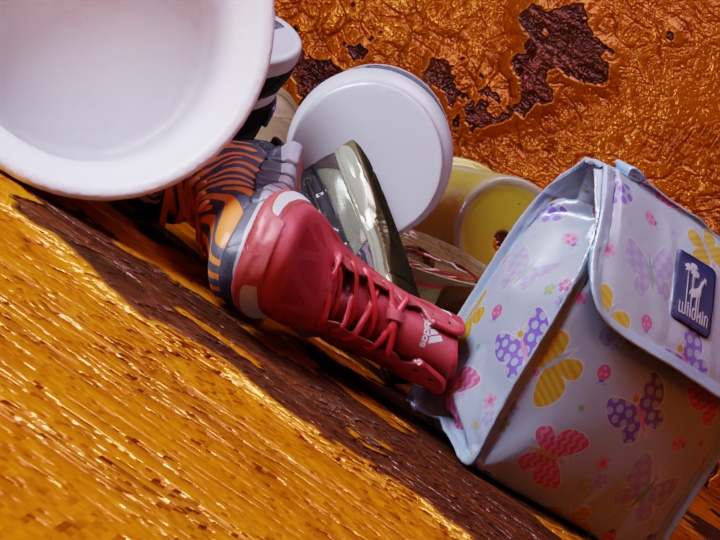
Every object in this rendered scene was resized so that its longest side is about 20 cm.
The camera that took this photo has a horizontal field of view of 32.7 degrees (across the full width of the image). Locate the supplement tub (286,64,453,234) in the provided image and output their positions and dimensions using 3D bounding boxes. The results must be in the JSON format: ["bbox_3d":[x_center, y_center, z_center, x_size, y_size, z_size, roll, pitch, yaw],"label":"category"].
[{"bbox_3d":[0.010,-0.104,1.055,0.139,0.141,0.200,32,11,-3],"label":"supplement tub"}]

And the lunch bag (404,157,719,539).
[{"bbox_3d":[0.155,0.052,0.763,0.169,0.201,0.127,32,2,-27],"label":"lunch bag"}]

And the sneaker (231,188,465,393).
[{"bbox_3d":[0.005,0.015,0.709,0.114,0.079,0.200,20,-3,15],"label":"sneaker"}]

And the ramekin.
[{"bbox_3d":[-0.156,-0.144,0.710,0.199,0.202,0.098,32,-6,-19],"label":"ramekin"}]

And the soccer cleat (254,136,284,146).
[{"bbox_3d":[-0.075,-0.026,0.915,0.069,0.087,0.201,6,31,-10],"label":"soccer cleat"}]

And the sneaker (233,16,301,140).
[{"bbox_3d":[-0.135,-0.110,0.865,0.198,0.113,0.073,-17,57,-36],"label":"sneaker"}]

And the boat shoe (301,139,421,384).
[{"bbox_3d":[-0.001,-0.001,0.900,0.072,0.065,0.203,45,25,-57],"label":"boat shoe"}]

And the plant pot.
[{"bbox_3d":[0.113,-0.026,1.307,0.199,0.203,0.188,32,-13,-17],"label":"plant pot"}]

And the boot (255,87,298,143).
[{"bbox_3d":[-0.067,-0.072,1.180,0.176,0.066,0.201,50,21,-22],"label":"boot"}]

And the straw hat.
[{"bbox_3d":[0.027,0.015,1.110,0.198,0.086,0.201,18,12,-4],"label":"straw hat"}]

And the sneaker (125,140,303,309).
[{"bbox_3d":[-0.101,-0.034,0.778,0.110,0.079,0.200,8,21,0],"label":"sneaker"}]
